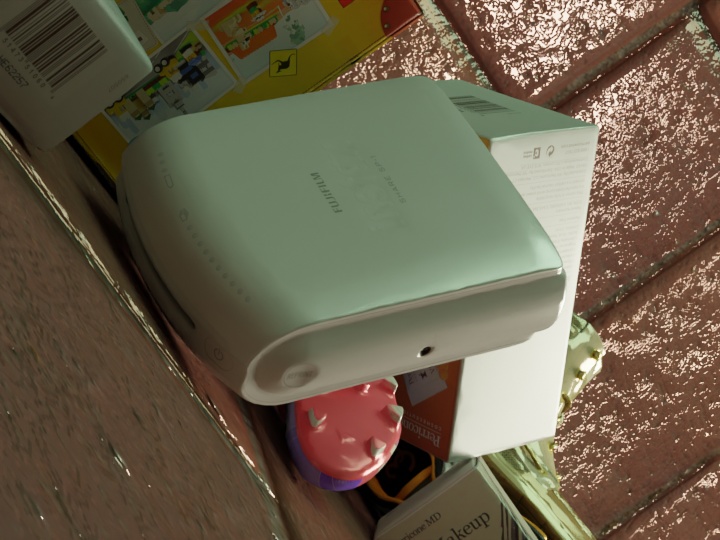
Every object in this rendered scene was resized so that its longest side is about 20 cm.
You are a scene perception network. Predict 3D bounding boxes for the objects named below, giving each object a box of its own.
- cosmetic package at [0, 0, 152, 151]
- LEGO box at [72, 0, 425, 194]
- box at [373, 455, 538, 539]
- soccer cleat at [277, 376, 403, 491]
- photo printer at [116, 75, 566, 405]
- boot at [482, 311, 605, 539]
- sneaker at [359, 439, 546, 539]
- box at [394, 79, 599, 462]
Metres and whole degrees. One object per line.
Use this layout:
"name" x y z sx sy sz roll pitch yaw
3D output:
"cosmetic package" -0.179 -0.156 1.052 0.102 0.074 0.200 53 1 -40
"LEGO box" -0.090 -0.150 1.187 0.149 0.199 0.077 54 3 -32
"box" 0.095 0.214 1.295 0.200 0.082 0.068 54 4 -1
"soccer cleat" -0.019 0.075 1.225 0.066 0.077 0.200 26 26 -14
"photo printer" -0.017 -0.018 1.105 0.167 0.199 0.070 57 -34 33
"boot" 0.127 0.113 1.483 0.200 0.155 0.073 47 -37 8
"sneaker" 0.053 0.158 1.375 0.200 0.078 0.077 45 -1 19
"box" 0.057 -0.003 1.321 0.097 0.201 0.124 -9 23 -42
